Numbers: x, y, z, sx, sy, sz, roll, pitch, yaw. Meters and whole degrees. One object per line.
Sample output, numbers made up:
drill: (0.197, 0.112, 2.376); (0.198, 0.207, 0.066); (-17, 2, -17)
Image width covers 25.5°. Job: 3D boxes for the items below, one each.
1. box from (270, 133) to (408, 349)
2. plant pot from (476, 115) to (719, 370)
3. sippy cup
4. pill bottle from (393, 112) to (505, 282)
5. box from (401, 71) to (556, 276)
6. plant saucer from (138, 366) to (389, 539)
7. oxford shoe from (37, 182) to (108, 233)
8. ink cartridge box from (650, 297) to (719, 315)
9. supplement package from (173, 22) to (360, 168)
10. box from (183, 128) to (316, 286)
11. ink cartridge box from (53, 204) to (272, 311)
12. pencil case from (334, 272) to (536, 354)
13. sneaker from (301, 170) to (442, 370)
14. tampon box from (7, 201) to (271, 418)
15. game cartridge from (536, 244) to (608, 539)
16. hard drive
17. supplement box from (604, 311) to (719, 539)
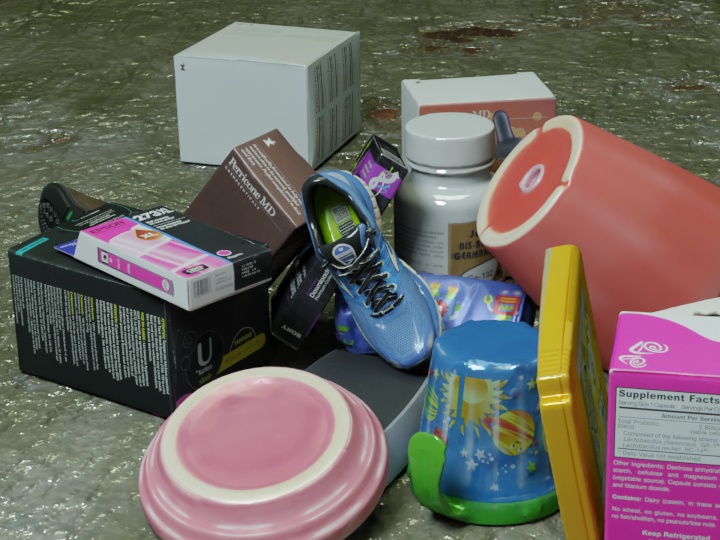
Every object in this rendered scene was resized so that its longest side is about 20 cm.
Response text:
box: (-0.024, -0.031, 1.534); (0.036, 0.201, 0.143); (29, 9, -9)
plant pot: (0.217, -0.036, 1.456); (0.177, 0.201, 0.201); (34, 12, -21)
sippy cup: (0.106, 0.114, 1.276); (0.139, 0.131, 0.178); (-1, 22, 1)
pill bottle: (0.089, -0.049, 1.587); (0.114, 0.201, 0.114); (-1, 22, 0)
box: (0.125, -0.101, 1.715); (0.151, 0.201, 0.106); (-4, 22, -6)
plant saucer: (-0.078, 0.144, 1.246); (0.199, 0.051, 0.201); (-6, 38, 5)
oxford shoe: (-0.302, -0.049, 1.801); (0.084, 0.073, 0.200); (3, 17, -40)
ink cartridge box: (0.301, 0.116, 1.249); (0.116, 0.068, 0.200); (-10, 49, -23)
supplement package: (-0.120, -0.234, 2.125); (0.190, 0.148, 0.200); (7, 23, 19)
box: (-0.117, -0.033, 1.541); (0.100, 0.200, 0.075); (50, 40, 9)
ink cartridge box: (-0.178, -0.019, 1.410); (0.094, 0.037, 0.199); (-21, 29, -40)
pencil case: (0.070, 0.048, 1.517); (0.199, 0.087, 0.078); (6, -19, 16)
sneaker: (0.000, 0.000, 1.402); (0.078, 0.201, 0.089); (-35, -14, 15)
tampon box: (-0.205, 0.034, 1.491); (0.199, 0.127, 0.150); (15, 27, 32)
game cartridge: (0.164, 0.104, 1.206); (0.032, 0.177, 0.200); (-8, 28, 12)
hard drive: (-0.010, 0.126, 1.368); (0.134, 0.043, 0.200); (8, 24, 21)
supplement box: (0.224, 0.140, 1.111); (0.103, 0.201, 0.101); (4, 22, 12)
